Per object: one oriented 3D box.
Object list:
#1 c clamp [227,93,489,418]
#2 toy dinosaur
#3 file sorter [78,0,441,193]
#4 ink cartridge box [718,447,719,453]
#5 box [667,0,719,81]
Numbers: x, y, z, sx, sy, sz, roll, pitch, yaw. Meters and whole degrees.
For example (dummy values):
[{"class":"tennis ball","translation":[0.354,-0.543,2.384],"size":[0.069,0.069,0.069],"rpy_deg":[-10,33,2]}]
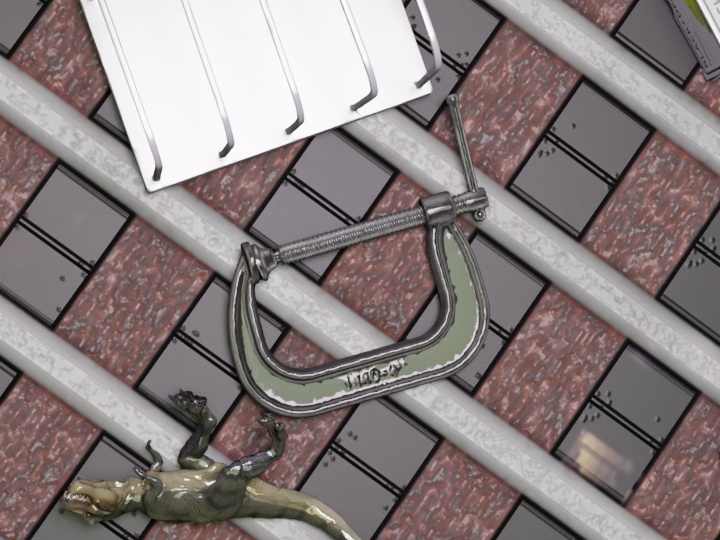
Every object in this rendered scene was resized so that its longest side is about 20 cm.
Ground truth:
[{"class":"c clamp","translation":[0.000,0.000,1.469],"size":[0.199,0.027,0.172],"rpy_deg":[-22,95,-9]},{"class":"toy dinosaur","translation":[-0.088,0.128,1.439],"size":[0.199,0.047,0.089],"rpy_deg":[8,104,-9]},{"class":"file sorter","translation":[-0.061,-0.151,1.416],"size":[0.199,0.125,0.140],"rpy_deg":[-20,90,-8]},{"class":"ink cartridge box","translation":[0.357,0.133,1.472],"size":[0.200,0.085,0.146],"rpy_deg":[44,83,-5]},{"class":"box","translation":[0.296,-0.223,1.494],"size":[0.199,0.060,0.117],"rpy_deg":[-27,90,-7]}]
